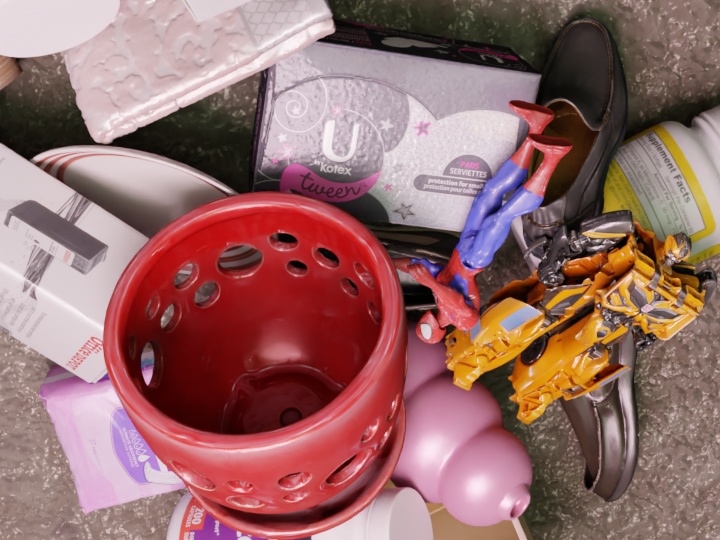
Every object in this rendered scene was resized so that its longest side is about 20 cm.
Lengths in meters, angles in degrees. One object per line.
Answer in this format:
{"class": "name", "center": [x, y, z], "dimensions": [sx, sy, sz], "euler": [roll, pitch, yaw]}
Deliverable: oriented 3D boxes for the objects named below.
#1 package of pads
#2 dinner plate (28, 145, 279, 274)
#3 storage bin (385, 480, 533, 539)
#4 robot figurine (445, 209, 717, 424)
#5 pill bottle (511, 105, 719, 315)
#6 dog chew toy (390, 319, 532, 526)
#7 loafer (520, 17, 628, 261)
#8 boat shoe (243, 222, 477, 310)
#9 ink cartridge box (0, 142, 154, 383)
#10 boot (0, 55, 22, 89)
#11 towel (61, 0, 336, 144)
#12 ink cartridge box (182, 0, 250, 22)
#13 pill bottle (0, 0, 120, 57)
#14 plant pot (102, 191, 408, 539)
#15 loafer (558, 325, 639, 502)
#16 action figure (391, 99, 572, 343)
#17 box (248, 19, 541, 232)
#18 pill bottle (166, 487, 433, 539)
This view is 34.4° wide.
{"class": "package of pads", "center": [-0.157, 0.122, 0.981], "dimensions": [0.198, 0.076, 0.122], "euler": [-13, 116, 0]}
{"class": "dinner plate", "center": [-0.155, -0.047, 0.882], "dimensions": [0.198, 0.200, 0.024], "euler": [20, 66, -12]}
{"class": "storage bin", "center": [0.051, 0.251, 0.976], "dimensions": [0.197, 0.201, 0.094], "euler": [-29, 126, 6]}
{"class": "robot figurine", "center": [0.164, 0.037, 0.860], "dimensions": [0.144, 0.059, 0.200], "euler": [29, 133, -27]}
{"class": "pill bottle", "center": [0.226, -0.048, 0.930], "dimensions": [0.199, 0.114, 0.115], "euler": [-26, 111, 5]}
{"class": "dog chew toy", "center": [0.058, 0.127, 0.936], "dimensions": [0.124, 0.200, 0.125], "euler": [-28, 137, -29]}
{"class": "loafer", "center": [0.160, -0.110, 0.873], "dimensions": [0.072, 0.202, 0.072], "euler": [1, 156, 19]}
{"class": "boat shoe", "center": [0.000, 0.000, 0.949], "dimensions": [0.198, 0.073, 0.075], "euler": [-7, 111, -2]}
{"class": "ink cartridge box", "center": [-0.252, -0.011, 0.873], "dimensions": [0.199, 0.144, 0.084], "euler": [34, 64, -12]}
{"class": "boot", "center": [-0.371, -0.159, 0.860], "dimensions": [0.199, 0.074, 0.155], "euler": [-37, 111, -4]}
{"class": "towel", "center": [-0.133, -0.212, 0.817], "dimensions": [0.190, 0.032, 0.201], "euler": [-24, 70, 4]}
{"class": "ink cartridge box", "center": [-0.084, -0.289, 0.770], "dimensions": [0.144, 0.084, 0.202], "euler": [-22, 69, 4]}
{"class": "pill bottle", "center": [-0.234, -0.253, 0.768], "dimensions": [0.112, 0.113, 0.202], "euler": [-22, 78, 4]}
{"class": "plant pot", "center": [-0.063, 0.075, 0.817], "dimensions": [0.198, 0.202, 0.183], "euler": [-9, 146, -1]}
{"class": "loafer", "center": [0.201, 0.104, 1.015], "dimensions": [0.071, 0.073, 0.202], "euler": [-2, 102, 1]}
{"class": "action figure", "center": [0.062, -0.027, 0.828], "dimensions": [0.098, 0.066, 0.201], "euler": [8, 127, -19]}
{"class": "box", "center": [0.020, -0.111, 0.887], "dimensions": [0.198, 0.115, 0.133], "euler": [7, 110, -7]}
{"class": "pill bottle", "center": [-0.047, 0.216, 0.916], "dimensions": [0.198, 0.113, 0.113], "euler": [-11, 114, 28]}
